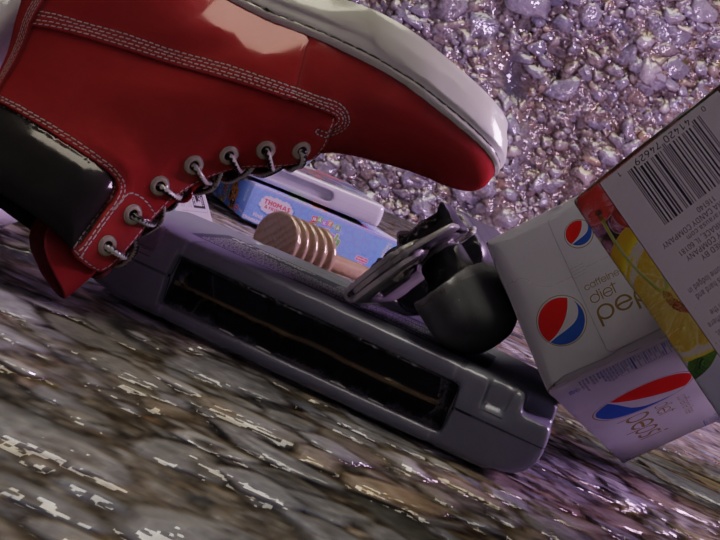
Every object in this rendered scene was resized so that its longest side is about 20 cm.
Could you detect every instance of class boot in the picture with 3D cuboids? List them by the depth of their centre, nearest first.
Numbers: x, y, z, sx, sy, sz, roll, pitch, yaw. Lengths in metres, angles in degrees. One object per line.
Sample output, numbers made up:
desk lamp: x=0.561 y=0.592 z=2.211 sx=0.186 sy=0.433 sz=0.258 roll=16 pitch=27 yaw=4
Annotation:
boot: x=-0.048 y=-0.039 z=0.490 sx=0.198 sy=0.146 sz=0.072 roll=23 pitch=-16 yaw=-11

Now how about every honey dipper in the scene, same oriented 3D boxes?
honey dipper: x=0.000 y=0.000 z=0.877 sx=0.038 sy=0.038 sz=0.199 roll=26 pitch=4 yaw=35

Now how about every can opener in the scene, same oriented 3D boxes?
can opener: x=0.044 y=0.011 z=0.578 sx=0.067 sy=0.053 sz=0.200 roll=57 pitch=11 yaw=10

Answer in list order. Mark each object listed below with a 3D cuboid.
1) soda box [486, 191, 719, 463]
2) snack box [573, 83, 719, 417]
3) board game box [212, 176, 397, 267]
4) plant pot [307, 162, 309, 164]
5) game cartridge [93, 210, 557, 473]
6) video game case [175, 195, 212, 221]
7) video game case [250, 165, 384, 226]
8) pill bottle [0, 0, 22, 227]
soda box: x=0.118 y=0.030 z=0.567 sx=0.069 sy=0.063 sz=0.200 roll=69 pitch=11 yaw=22
snack box: x=0.164 y=0.052 z=0.389 sx=0.201 sy=0.067 sz=0.168 roll=58 pitch=19 yaw=22
board game box: x=-0.059 y=-0.054 z=1.179 sx=0.150 sy=0.037 sz=0.200 roll=21 pitch=6 yaw=-21
plant pot: x=-0.144 y=-0.223 z=1.606 sx=0.199 sy=0.203 sz=0.134 roll=25 pitch=3 yaw=25
game cartridge: x=-0.010 y=0.026 z=0.553 sx=0.198 sy=0.041 sz=0.133 roll=24 pitch=8 yaw=9
video game case: x=-0.142 y=-0.114 z=0.687 sx=0.023 sy=0.203 sz=0.182 roll=-17 pitch=-2 yaw=11
video game case: x=-0.078 y=-0.094 z=1.177 sx=0.180 sy=0.023 sz=0.200 roll=22 pitch=5 yaw=-12
pill bottle: x=-0.216 y=-0.103 z=0.550 sx=0.198 sy=0.108 sz=0.106 roll=24 pitch=5 yaw=19
